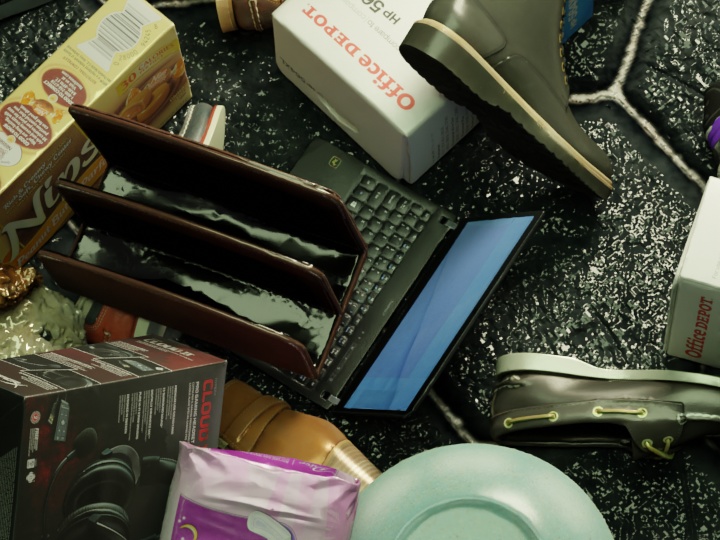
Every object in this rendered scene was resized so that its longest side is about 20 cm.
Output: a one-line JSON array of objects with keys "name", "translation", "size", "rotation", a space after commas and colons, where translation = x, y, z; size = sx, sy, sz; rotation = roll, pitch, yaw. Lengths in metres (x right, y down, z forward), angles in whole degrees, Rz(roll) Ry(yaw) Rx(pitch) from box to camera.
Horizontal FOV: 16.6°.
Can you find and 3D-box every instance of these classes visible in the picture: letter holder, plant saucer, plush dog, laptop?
[{"name": "letter holder", "translation": [-0.111, -0.021, 1.647], "size": [0.199, 0.142, 0.101], "rotation": [19, 76, 13]}, {"name": "plant saucer", "translation": [0.070, 0.203, 1.586], "size": [0.199, 0.039, 0.202], "rotation": [-2, 70, 5]}, {"name": "plush dog", "translation": [-0.246, 0.089, 1.682], "size": [0.160, 0.200, 0.172], "rotation": [12, 57, 37]}, {"name": "laptop", "translation": [0.000, 0.000, 1.725], "size": [0.199, 0.103, 0.178], "rotation": [30, 72, 15]}]

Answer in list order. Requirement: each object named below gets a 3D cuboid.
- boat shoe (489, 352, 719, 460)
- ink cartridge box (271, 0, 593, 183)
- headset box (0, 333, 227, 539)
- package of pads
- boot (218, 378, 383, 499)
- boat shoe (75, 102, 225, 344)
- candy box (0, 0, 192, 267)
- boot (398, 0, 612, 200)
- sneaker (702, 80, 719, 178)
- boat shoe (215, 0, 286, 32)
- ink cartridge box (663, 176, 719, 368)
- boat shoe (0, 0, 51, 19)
[{"name": "boat shoe", "translation": [0.188, 0.101, 1.693], "size": [0.200, 0.072, 0.061], "rotation": [6, 71, 13]}, {"name": "ink cartridge box", "translation": [0.054, -0.187, 1.811], "size": [0.146, 0.084, 0.200], "rotation": [42, 74, 17]}, {"name": "headset box", "translation": [-0.172, 0.129, 1.592], "size": [0.077, 0.199, 0.150], "rotation": [18, 106, 39]}, {"name": "package of pads", "translation": [-0.077, 0.215, 1.569], "size": [0.120, 0.076, 0.201], "rotation": [12, 90, 1]}, {"name": "boot", "translation": [-0.083, 0.183, 1.679], "size": [0.154, 0.074, 0.200], "rotation": [33, 75, 24]}, {"name": "boat shoe", "translation": [-0.149, -0.034, 1.770], "size": [0.062, 0.071, 0.201], "rotation": [16, 73, 13]}, {"name": "candy box", "translation": [-0.212, -0.098, 1.772], "size": [0.055, 0.116, 0.200], "rotation": [40, 75, 18]}, {"name": "boot", "translation": [0.136, -0.154, 1.737], "size": [0.077, 0.200, 0.139], "rotation": [18, 72, 54]}, {"name": "sneaker", "translation": [0.340, -0.132, 1.780], "size": [0.199, 0.070, 0.100], "rotation": [-16, 65, -4]}, {"name": "boat shoe", "translation": [-0.080, -0.275, 1.865], "size": [0.070, 0.070, 0.201], "rotation": [-9, 75, 7]}, {"name": "ink cartridge box", "translation": [0.316, 0.025, 1.673], "size": [0.199, 0.147, 0.086], "rotation": [17, 70, 10]}, {"name": "boat shoe", "translation": [-0.302, -0.226, 1.854], "size": [0.198, 0.074, 0.068], "rotation": [-22, 65, -8]}]
